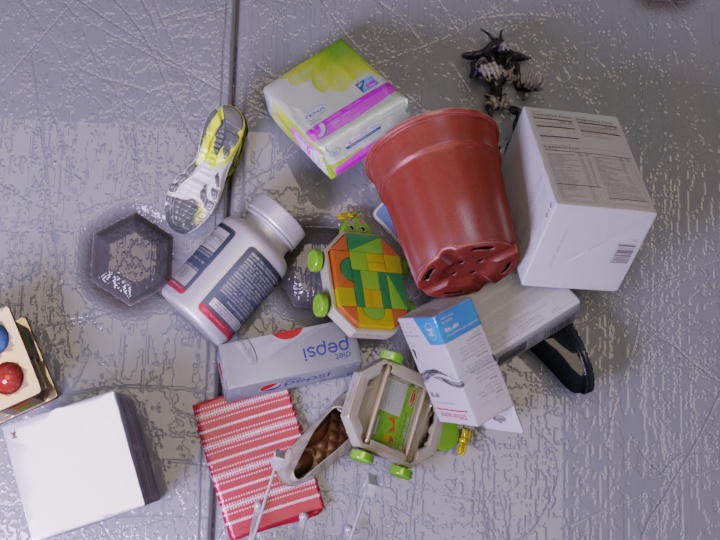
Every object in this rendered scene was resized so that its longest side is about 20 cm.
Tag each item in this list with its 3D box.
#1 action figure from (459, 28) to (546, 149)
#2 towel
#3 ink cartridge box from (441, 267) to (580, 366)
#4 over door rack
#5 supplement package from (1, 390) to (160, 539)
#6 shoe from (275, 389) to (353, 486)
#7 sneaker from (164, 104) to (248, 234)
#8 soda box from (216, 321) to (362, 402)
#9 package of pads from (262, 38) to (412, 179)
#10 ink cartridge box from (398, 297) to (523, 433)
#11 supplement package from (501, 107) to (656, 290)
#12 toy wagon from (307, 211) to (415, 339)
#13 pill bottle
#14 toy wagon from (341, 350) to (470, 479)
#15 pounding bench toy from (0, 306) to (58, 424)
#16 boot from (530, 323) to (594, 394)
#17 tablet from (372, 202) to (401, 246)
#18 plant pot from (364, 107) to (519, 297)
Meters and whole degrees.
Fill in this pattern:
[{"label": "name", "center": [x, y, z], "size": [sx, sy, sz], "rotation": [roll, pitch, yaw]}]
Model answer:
[{"label": "action figure", "center": [0.214, -0.274, 1.748], "size": [0.117, 0.102, 0.204], "rotation": [0, 80, -20]}, {"label": "towel", "center": [-0.145, 0.267, 1.673], "size": [0.142, 0.022, 0.203], "rotation": [-17, 83, -8]}, {"label": "ink cartridge box", "center": [0.190, 0.027, 1.676], "size": [0.161, 0.051, 0.200], "rotation": [-28, 55, -17]}, {"label": "over door rack", "center": [-0.071, 0.334, 1.608], "size": [0.145, 0.067, 0.202], "rotation": [15, 117, -8]}, {"label": "supplement package", "center": [-0.365, 0.259, 1.564], "size": [0.149, 0.200, 0.153], "rotation": [-17, 83, -7]}, {"label": "shoe", "center": [-0.035, 0.231, 1.660], "size": [0.200, 0.053, 0.070], "rotation": [-42, 91, -22]}, {"label": "sneaker", "center": [-0.213, -0.142, 1.707], "size": [0.074, 0.085, 0.202], "rotation": [32, 101, 8]}, {"label": "soda box", "center": [-0.101, 0.126, 1.661], "size": [0.197, 0.064, 0.069], "rotation": [-10, 69, -13]}, {"label": "package of pads", "center": [-0.036, -0.232, 1.691], "size": [0.153, 0.069, 0.200], "rotation": [-32, 46, -9]}, {"label": "ink cartridge box", "center": [0.137, 0.143, 1.611], "size": [0.066, 0.116, 0.203], "rotation": [-25, 97, -23]}, {"label": "supplement package", "center": [0.293, -0.100, 1.647], "size": [0.148, 0.153, 0.202], "rotation": [4, 45, -14]}, {"label": "toy wagon", "center": [0.000, 0.000, 1.686], "size": [0.153, 0.040, 0.203], "rotation": [5, 63, -28]}, {"label": "pill bottle", "center": [-0.173, -0.005, 1.663], "size": [0.119, 0.120, 0.200], "rotation": [41, 80, 2]}, {"label": "toy wagon", "center": [0.067, 0.212, 1.664], "size": [0.198, 0.039, 0.157], "rotation": [26, 73, -26]}, {"label": "pounding bench toy", "center": [-0.533, 0.151, 1.588], "size": [0.198, 0.156, 0.126], "rotation": [-24, 84, -8]}, {"label": "boot", "center": [0.227, 0.110, 1.700], "size": [0.166, 0.077, 0.203], "rotation": [-21, 77, -11]}, {"label": "tablet", "center": [0.127, -0.108, 1.759], "size": [0.130, 0.014, 0.200], "rotation": [44, 79, 3]}, {"label": "plant pot", "center": [0.123, -0.084, 1.620], "size": [0.197, 0.202, 0.198], "rotation": [-11, 63, -7]}]
